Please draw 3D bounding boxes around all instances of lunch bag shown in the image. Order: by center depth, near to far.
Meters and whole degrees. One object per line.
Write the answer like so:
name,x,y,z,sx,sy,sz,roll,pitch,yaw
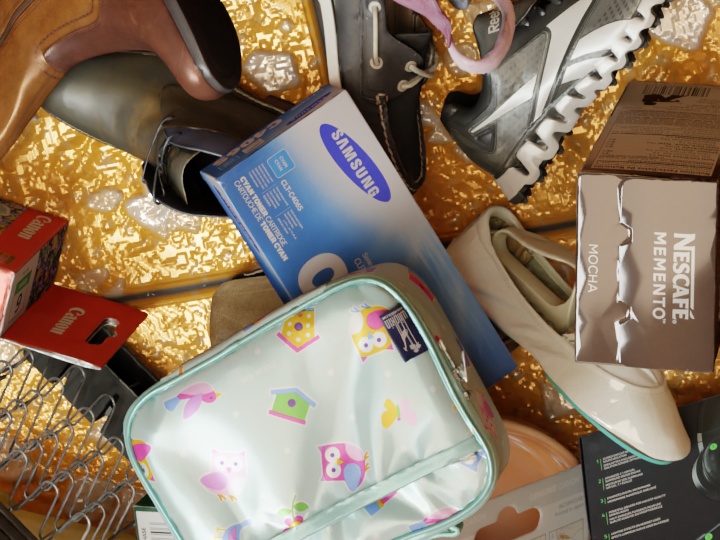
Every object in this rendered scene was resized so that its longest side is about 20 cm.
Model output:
lunch bag,-0.020,0.099,1.596,0.200,0.077,0.161,-29,88,12

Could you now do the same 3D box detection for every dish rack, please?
dish rack,-0.195,0.111,1.741,0.153,0.200,0.055,43,124,10

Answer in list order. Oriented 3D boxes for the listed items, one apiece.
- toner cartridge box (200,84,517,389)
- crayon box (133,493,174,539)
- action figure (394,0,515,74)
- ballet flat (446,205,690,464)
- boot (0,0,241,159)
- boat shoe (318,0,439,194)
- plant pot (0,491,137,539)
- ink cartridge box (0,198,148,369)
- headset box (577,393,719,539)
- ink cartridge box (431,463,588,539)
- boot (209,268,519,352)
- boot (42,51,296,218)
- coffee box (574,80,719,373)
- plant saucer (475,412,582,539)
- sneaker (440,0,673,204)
toner cartridge box,0.000,0.000,1.657,0.095,0.043,0.200,-35,106,-9
crayon box,-0.070,0.207,1.760,0.058,0.173,0.201,1,108,21
action figure,-0.017,-0.193,1.618,0.199,0.134,0.149,-7,132,28
ballet flat,0.128,0.033,1.685,0.200,0.069,0.070,43,115,25
boot,-0.183,-0.121,1.699,0.200,0.068,0.188,-44,69,16
boat shoe,0.015,-0.139,1.685,0.060,0.074,0.201,-9,97,21
plant pot,-0.202,0.240,1.794,0.188,0.201,0.201,1,108,8
ink cartridge box,-0.235,-0.006,1.765,0.199,0.109,0.050,18,111,6
headset box,0.230,0.165,1.670,0.174,0.200,0.093,-19,138,18
ink cartridge box,0.076,0.228,1.714,0.057,0.162,0.201,5,104,43
boot,-0.001,0.033,1.749,0.199,0.074,0.076,-3,97,16
boot,-0.117,-0.086,1.717,0.199,0.097,0.075,16,111,7
coffee box,0.175,-0.028,1.612,0.080,0.200,0.113,4,109,12
plant saucer,0.053,0.169,1.762,0.199,0.037,0.201,-6,120,-10
sneaker,0.115,-0.137,1.662,0.090,0.066,0.200,35,114,-3
